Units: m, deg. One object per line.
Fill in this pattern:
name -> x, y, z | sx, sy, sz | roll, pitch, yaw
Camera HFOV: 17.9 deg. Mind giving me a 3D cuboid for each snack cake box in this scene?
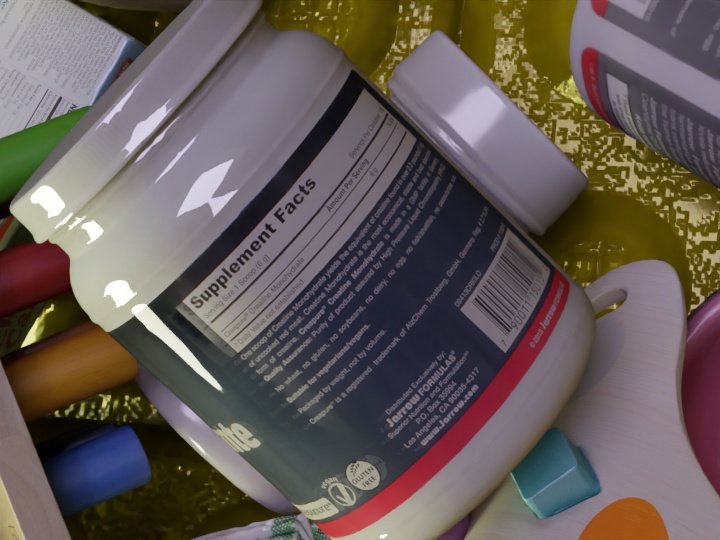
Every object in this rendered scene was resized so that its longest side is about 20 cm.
snack cake box -> -0.191, -0.045, 1.125 | 0.115, 0.067, 0.201 | 31, 90, 20

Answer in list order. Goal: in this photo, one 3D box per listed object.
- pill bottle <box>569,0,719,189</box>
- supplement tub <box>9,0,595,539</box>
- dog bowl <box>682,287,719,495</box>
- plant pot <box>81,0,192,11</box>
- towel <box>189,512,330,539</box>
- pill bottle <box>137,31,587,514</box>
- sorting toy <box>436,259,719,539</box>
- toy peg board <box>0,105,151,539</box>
pill bottle -> 0.191, -0.075, 0.944 | 0.200, 0.114, 0.114 | 36, 92, 42
supplement tub -> -0.021, 0.000, 0.879 | 0.200, 0.140, 0.140 | 44, 95, -10
dog bowl -> 0.203, 0.081, 0.962 | 0.199, 0.074, 0.202 | -4, 77, 18
plant pot -> -0.090, -0.199, 1.060 | 0.134, 0.200, 0.201 | 40, 93, 12
towel -> -0.087, 0.194, 1.019 | 0.199, 0.031, 0.150 | -16, 111, 15
pill bottle -> 0.000, 0.000, 1.018 | 0.200, 0.114, 0.114 | -46, 69, 5
sorting toy -> 0.078, 0.088, 0.952 | 0.106, 0.200, 0.181 | 27, 62, -15
toy peg board -> -0.143, 0.026, 0.988 | 0.097, 0.200, 0.200 | -23, 93, -17
